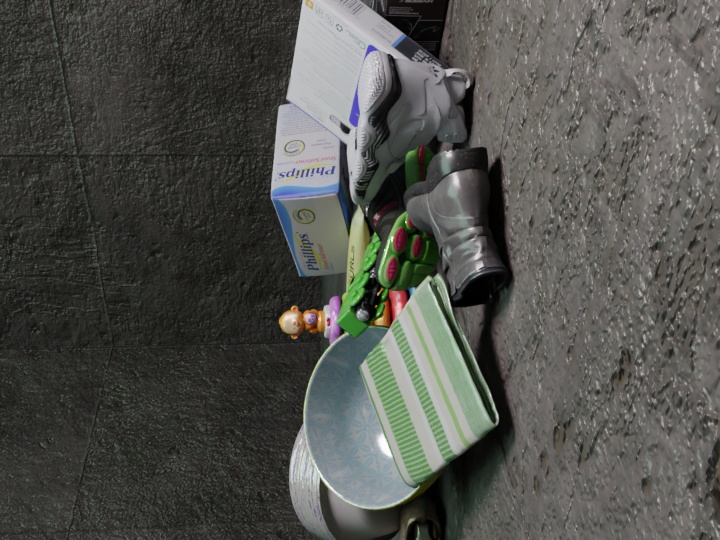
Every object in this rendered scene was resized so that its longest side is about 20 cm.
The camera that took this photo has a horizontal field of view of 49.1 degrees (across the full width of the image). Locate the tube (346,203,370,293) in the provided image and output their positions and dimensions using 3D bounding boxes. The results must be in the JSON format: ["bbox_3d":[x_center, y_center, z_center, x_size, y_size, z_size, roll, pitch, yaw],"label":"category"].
[{"bbox_3d":[0.000,0.000,1.143,0.058,0.052,0.202,19,122,36],"label":"tube"}]

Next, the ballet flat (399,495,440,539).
[{"bbox_3d":[0.071,0.384,0.970,0.067,0.067,0.203,-172,80,-81],"label":"ballet flat"}]

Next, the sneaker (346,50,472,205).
[{"bbox_3d":[0.049,-0.142,0.842,0.201,0.113,0.076,102,166,-52],"label":"sneaker"}]

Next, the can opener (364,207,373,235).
[{"bbox_3d":[0.035,-0.024,1.207,0.078,0.063,0.203,11,-93,-55],"label":"can opener"}]

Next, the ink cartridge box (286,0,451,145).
[{"bbox_3d":[0.003,-0.226,0.962,0.043,0.197,0.200,-48,-8,-28],"label":"ink cartridge box"}]

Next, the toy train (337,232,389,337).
[{"bbox_3d":[0.015,0.004,0.932,0.056,0.042,0.201,-45,14,32],"label":"toy train"}]

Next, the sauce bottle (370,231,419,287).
[{"bbox_3d":[0.054,-0.024,1.076,0.200,0.064,0.066,-117,27,-76],"label":"sauce bottle"}]

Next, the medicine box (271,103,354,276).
[{"bbox_3d":[-0.062,-0.126,1.209,0.183,0.101,0.202,74,-168,-51],"label":"medicine box"}]

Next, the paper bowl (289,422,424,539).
[{"bbox_3d":[0.011,0.261,1.027,0.104,0.199,0.204,3,95,45],"label":"paper bowl"}]

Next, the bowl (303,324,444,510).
[{"bbox_3d":[0.041,0.169,0.915,0.107,0.198,0.203,14,-111,-51],"label":"bowl"}]

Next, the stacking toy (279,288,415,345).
[{"bbox_3d":[-0.013,0.068,1.082,0.110,0.197,0.118,-155,65,-84],"label":"stacking toy"}]

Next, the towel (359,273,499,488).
[{"bbox_3d":[0.060,0.116,0.770,0.154,0.023,0.201,69,151,25],"label":"towel"}]

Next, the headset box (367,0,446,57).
[{"bbox_3d":[0.051,-0.312,1.002,0.201,0.076,0.150,99,168,-53],"label":"headset box"}]

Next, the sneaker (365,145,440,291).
[{"bbox_3d":[0.048,-0.056,0.909,0.083,0.076,0.202,-28,37,42],"label":"sneaker"}]

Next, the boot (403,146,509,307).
[{"bbox_3d":[0.088,-0.025,0.761,0.200,0.069,0.134,92,170,-79],"label":"boot"}]
